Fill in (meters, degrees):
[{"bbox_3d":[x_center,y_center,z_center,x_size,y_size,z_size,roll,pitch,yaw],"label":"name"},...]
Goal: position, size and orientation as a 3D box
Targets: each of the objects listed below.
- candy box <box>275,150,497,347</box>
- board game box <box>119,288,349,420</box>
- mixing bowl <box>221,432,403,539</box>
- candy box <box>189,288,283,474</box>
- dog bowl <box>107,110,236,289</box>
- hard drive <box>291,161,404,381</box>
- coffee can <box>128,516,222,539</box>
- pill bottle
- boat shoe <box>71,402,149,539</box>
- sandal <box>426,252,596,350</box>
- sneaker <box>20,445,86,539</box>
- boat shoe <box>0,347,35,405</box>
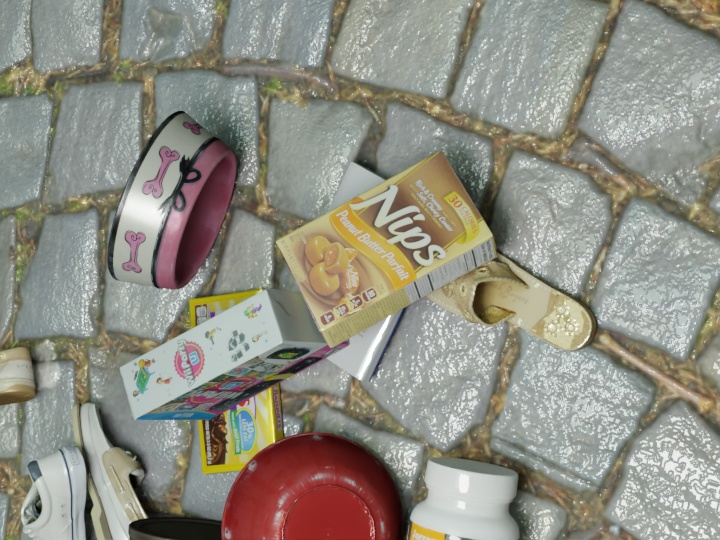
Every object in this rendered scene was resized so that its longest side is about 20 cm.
[{"bbox_3d":[0.027,-0.022,1.395,0.198,0.055,0.116,-29,65,-1],"label":"candy box"},{"bbox_3d":[-0.132,0.092,1.450,0.199,0.147,0.065,-28,73,23],"label":"board game box"},{"bbox_3d":[-0.041,0.267,1.396,0.197,0.108,0.203,1,83,-9],"label":"mixing bowl"},{"bbox_3d":[-0.141,0.126,1.550,0.101,0.026,0.203,-8,83,22],"label":"candy box"},{"bbox_3d":[-0.202,-0.069,1.509,0.073,0.200,0.202,23,96,7],"label":"dog bowl"},{"bbox_3d":[0.000,0.000,1.486,0.131,0.025,0.202,30,100,30],"label":"hard drive"},{"bbox_3d":[-0.191,0.383,1.490,0.145,0.146,0.203,5,89,25],"label":"coffee can"},{"bbox_3d":[0.099,0.297,1.375,0.115,0.116,0.203,8,90,25],"label":"pill bottle"},{"bbox_3d":[-0.286,0.244,1.593,0.068,0.075,0.202,-18,70,-5],"label":"boat shoe"},{"bbox_3d":[0.138,0.024,1.400,0.210,0.069,0.079,23,96,25],"label":"sandal"},{"bbox_3d":[-0.359,0.289,1.580,0.073,0.070,0.202,-130,39,-50],"label":"sneaker"},{"bbox_3d":[-0.484,0.133,1.694,0.198,0.074,0.070,-8,71,24],"label":"boat shoe"}]
